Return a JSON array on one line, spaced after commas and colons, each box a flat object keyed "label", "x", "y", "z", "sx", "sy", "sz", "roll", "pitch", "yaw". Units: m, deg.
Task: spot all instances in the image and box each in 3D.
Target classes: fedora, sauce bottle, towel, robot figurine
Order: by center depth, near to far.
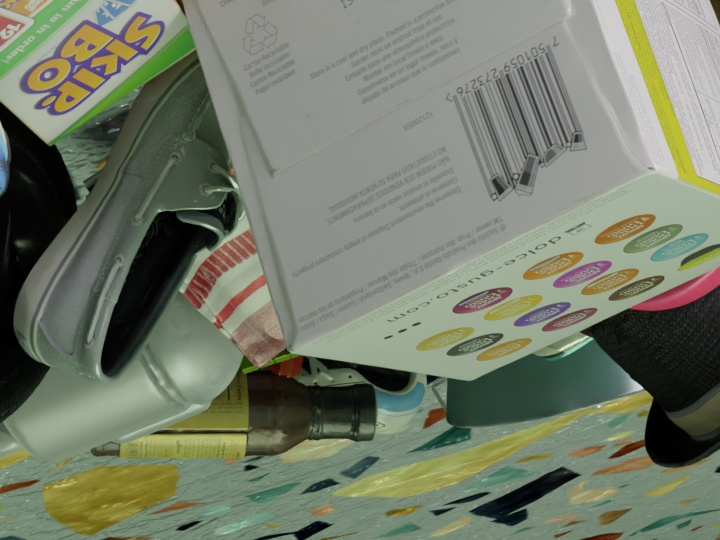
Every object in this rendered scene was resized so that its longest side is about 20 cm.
[{"label": "fedora", "x": -0.231, "y": -0.008, "z": 1.296, "sx": 0.091, "sy": 0.201, "sz": 0.200, "roll": 6, "pitch": 177, "yaw": 31}, {"label": "fedora", "x": 0.189, "y": 0.007, "z": 1.390, "sx": 0.092, "sy": 0.201, "sz": 0.201, "roll": 32, "pitch": 146, "yaw": -9}, {"label": "towel", "x": -0.048, "y": -0.032, "z": 1.442, "sx": 0.144, "sy": 0.023, "sz": 0.200, "roll": -35, "pitch": 141, "yaw": 7}, {"label": "robot figurine", "x": -0.154, "y": 0.043, "z": 1.555, "sx": 0.200, "sy": 0.113, "sz": 0.170, "roll": -21, "pitch": 139, "yaw": 11}, {"label": "sauce bottle", "x": -0.089, "y": 0.100, "z": 1.801, "sx": 0.200, "sy": 0.065, "sz": 0.065, "roll": 2, "pitch": 159, "yaw": -9}]

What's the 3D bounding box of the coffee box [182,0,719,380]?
[{"label": "coffee box", "x": 0.063, "y": -0.080, "z": 1.254, "sx": 0.199, "sy": 0.200, "sz": 0.198, "roll": -26, "pitch": 162, "yaw": 23}]

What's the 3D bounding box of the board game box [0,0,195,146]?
[{"label": "board game box", "x": -0.138, "y": -0.116, "z": 1.202, "sx": 0.095, "sy": 0.030, "sz": 0.200, "roll": -33, "pitch": 164, "yaw": 2}]

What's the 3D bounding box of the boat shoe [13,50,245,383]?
[{"label": "boat shoe", "x": -0.093, "y": -0.030, "z": 1.298, "sx": 0.201, "sy": 0.071, "sz": 0.070, "roll": -58, "pitch": 148, "yaw": -8}]

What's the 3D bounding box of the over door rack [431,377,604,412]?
[{"label": "over door rack", "x": 0.157, "y": 0.071, "z": 2.038, "sx": 0.200, "sy": 0.067, "sz": 0.148, "roll": -17, "pitch": 162, "yaw": -5}]

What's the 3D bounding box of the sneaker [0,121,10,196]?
[{"label": "sneaker", "x": -0.240, "y": -0.056, "z": 1.123, "sx": 0.200, "sy": 0.090, "sz": 0.078, "roll": 20, "pitch": 134, "yaw": -38}]

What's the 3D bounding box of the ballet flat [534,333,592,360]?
[{"label": "ballet flat", "x": 0.183, "y": -0.014, "z": 1.647, "sx": 0.200, "sy": 0.070, "sz": 0.069, "roll": -30, "pitch": 161, "yaw": 10}]

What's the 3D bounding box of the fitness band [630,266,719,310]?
[{"label": "fitness band", "x": 0.130, "y": -0.072, "z": 1.349, "sx": 0.144, "sy": 0.200, "sz": 0.037, "roll": -46, "pitch": 154, "yaw": 18}]

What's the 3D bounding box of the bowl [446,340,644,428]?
[{"label": "bowl", "x": 0.143, "y": 0.030, "z": 1.775, "sx": 0.200, "sy": 0.105, "sz": 0.201, "roll": -14, "pitch": -175, "yaw": 1}]

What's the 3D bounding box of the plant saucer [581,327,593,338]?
[{"label": "plant saucer", "x": 0.100, "y": -0.012, "z": 1.540, "sx": 0.032, "sy": 0.200, "sz": 0.200, "roll": -54, "pitch": 163, "yaw": -6}]

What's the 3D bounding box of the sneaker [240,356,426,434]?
[{"label": "sneaker", "x": -0.044, "y": 0.081, "z": 1.889, "sx": 0.200, "sy": 0.072, "sz": 0.073, "roll": 0, "pitch": 116, "yaw": -29}]

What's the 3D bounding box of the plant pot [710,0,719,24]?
[{"label": "plant pot", "x": 0.214, "y": -0.089, "z": 1.492, "sx": 0.201, "sy": 0.201, "sz": 0.093, "roll": -25, "pitch": -159, "yaw": 21}]

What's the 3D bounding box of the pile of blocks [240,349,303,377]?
[{"label": "pile of blocks", "x": -0.047, "y": 0.032, "z": 1.716, "sx": 0.082, "sy": 0.062, "sz": 0.200, "roll": -11, "pitch": 161, "yaw": -23}]
